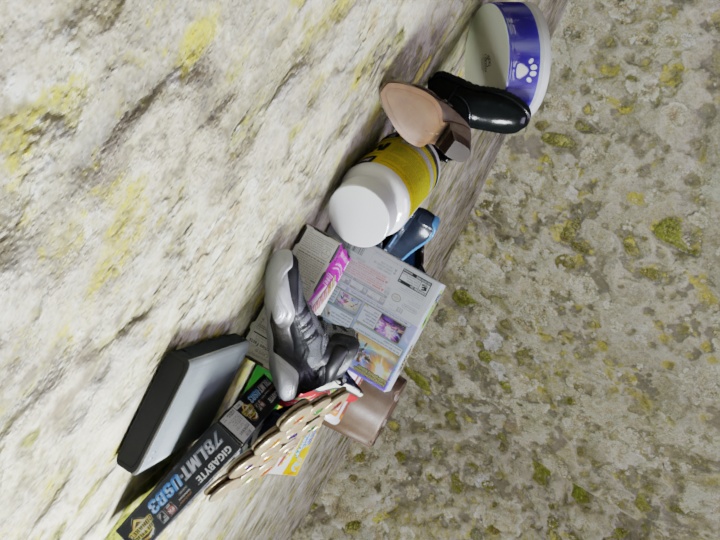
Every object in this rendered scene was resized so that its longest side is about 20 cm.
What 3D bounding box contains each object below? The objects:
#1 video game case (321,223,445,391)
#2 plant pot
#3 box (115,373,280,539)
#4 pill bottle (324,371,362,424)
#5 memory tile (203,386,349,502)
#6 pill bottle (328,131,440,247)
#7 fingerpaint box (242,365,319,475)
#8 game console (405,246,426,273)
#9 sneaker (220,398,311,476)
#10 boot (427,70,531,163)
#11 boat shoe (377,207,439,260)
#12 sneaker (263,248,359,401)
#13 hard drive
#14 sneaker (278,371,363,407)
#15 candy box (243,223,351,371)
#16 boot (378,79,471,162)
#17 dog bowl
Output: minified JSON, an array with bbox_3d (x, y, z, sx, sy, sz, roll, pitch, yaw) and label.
[{"bbox_3d":[0.001,0.054,1.326,0.183,0.198,0.045,-61,165,1],"label":"video game case"},{"bbox_3d":[-0.025,0.232,1.722,0.202,0.197,0.201,-59,171,-16],"label":"plant pot"},{"bbox_3d":[-0.194,0.239,1.107,0.200,0.050,0.198,-48,177,13],"label":"box"},{"bbox_3d":[-0.040,0.162,1.562,0.202,0.111,0.112,-60,171,-9],"label":"pill bottle"},{"bbox_3d":[-0.107,0.226,1.145,0.200,0.017,0.153,-45,163,20],"label":"memory tile"},{"bbox_3d":[0.036,-0.120,1.287,0.200,0.113,0.115,-49,165,-53],"label":"pill bottle"},{"bbox_3d":[-0.121,0.216,1.390,0.202,0.073,0.167,-64,152,-2],"label":"fingerpaint box"},{"bbox_3d":[0.027,0.003,1.674,0.171,0.120,0.200,-12,165,-40],"label":"game console"},{"bbox_3d":[-0.149,0.218,1.235,0.200,0.085,0.075,-40,165,29],"label":"sneaker"},{"bbox_3d":[0.169,-0.239,1.437,0.074,0.196,0.163,105,10,-51],"label":"boot"},{"bbox_3d":[0.057,-0.058,1.531,0.200,0.068,0.085,-41,-160,38],"label":"boat shoe"},{"bbox_3d":[-0.063,0.066,1.135,0.075,0.112,0.203,-141,-133,-65],"label":"sneaker"},{"bbox_3d":[-0.201,0.148,1.025,0.141,0.033,0.200,-63,171,7],"label":"hard drive"},{"bbox_3d":[-0.068,0.177,1.318,0.085,0.077,0.199,-49,151,12],"label":"sneaker"},{"bbox_3d":[-0.090,0.045,1.244,0.202,0.061,0.136,-60,171,-4],"label":"candy box"},{"bbox_3d":[0.089,-0.238,1.296,0.070,0.199,0.147,-42,-147,18],"label":"boot"},{"bbox_3d":[0.254,-0.366,1.538,0.200,0.078,0.203,176,-90,-75],"label":"dog bowl"}]
